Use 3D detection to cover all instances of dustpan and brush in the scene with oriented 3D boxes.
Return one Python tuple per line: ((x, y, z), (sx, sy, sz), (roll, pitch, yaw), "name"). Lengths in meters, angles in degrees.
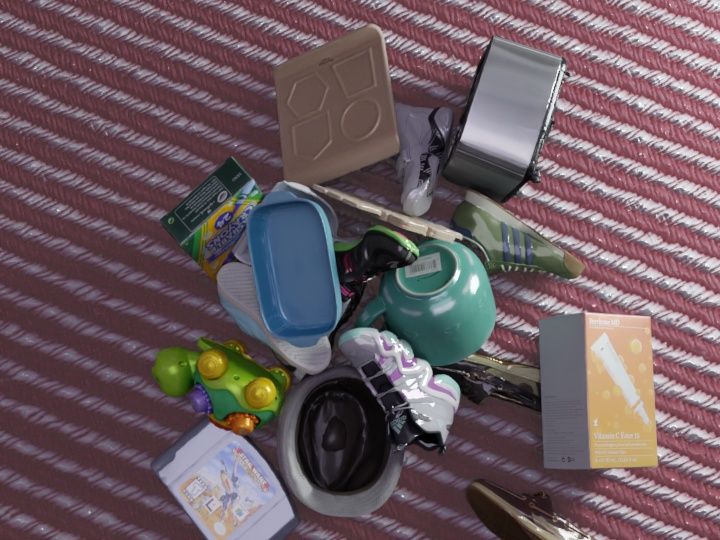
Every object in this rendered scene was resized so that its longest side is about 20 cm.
((-0.063, -0.050, 1.423), (0.057, 0.199, 0.140), (52, 121, 27), "dustpan and brush")

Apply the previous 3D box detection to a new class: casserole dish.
((-0.081, -0.004, 1.326), (0.120, 0.039, 0.203), (-6, 98, 28), "casserole dish")

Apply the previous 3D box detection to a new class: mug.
((0.091, 0.045, 1.385), (0.151, 0.115, 0.185), (26, 64, 34), "mug")

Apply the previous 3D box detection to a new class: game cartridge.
((-0.181, 0.303, 1.426), (0.133, 0.042, 0.201), (-41, 83, -1), "game cartridge")

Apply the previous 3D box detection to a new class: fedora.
((-0.032, 0.235, 1.398), (0.174, 0.090, 0.203), (1, 73, -12), "fedora")

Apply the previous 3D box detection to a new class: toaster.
((0.199, -0.203, 1.416), (0.117, 0.200, 0.183), (18, 83, -1), "toaster")

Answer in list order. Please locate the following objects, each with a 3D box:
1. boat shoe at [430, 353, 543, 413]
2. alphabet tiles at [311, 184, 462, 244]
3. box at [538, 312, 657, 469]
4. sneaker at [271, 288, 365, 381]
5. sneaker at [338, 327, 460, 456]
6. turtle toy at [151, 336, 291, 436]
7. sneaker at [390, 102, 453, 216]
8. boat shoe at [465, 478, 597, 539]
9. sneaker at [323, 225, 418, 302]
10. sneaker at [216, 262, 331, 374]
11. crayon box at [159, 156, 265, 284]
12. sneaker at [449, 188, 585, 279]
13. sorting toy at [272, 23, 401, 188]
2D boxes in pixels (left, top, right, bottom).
((0.170, 0.154, 1.425), (0.197, 0.073, 0.066), (9, 76, 2), "boat shoe")
((0.036, -0.076, 1.396), (0.194, 0.199, 0.015), (14, 99, -38), "alphabet tiles")
((0.319, 0.163, 1.387), (0.123, 0.097, 0.203), (4, 80, -29), "box")
((-0.053, 0.053, 1.444), (0.079, 0.074, 0.201), (32, 83, 11), "sneaker")
((0.046, 0.171, 1.338), (0.199, 0.078, 0.141), (32, 47, -20), "sneaker")
((-0.188, 0.155, 1.401), (0.198, 0.146, 0.102), (29, 97, 6), "turtle toy")
((0.059, -0.161, 1.451), (0.113, 0.076, 0.202), (13, 52, 9), "sneaker")
((0.238, 0.340, 1.408), (0.198, 0.073, 0.072), (31, 52, 15), "boat shoe")
((0.000, 0.000, 1.354), (0.076, 0.199, 0.085), (35, 56, -31), "sneaker")
((-0.117, 0.073, 1.408), (0.074, 0.082, 0.200), (-38, 72, -23), "sneaker")
((-0.179, -0.058, 1.393), (0.126, 0.200, 0.052), (-43, 71, -5), "crayon box")
((0.212, -0.026, 1.461), (0.199, 0.067, 0.090), (34, 94, 3), "sneaker")
((-0.034, -0.228, 1.463), (0.183, 0.036, 0.203), (-19, 68, 23), "sorting toy")
